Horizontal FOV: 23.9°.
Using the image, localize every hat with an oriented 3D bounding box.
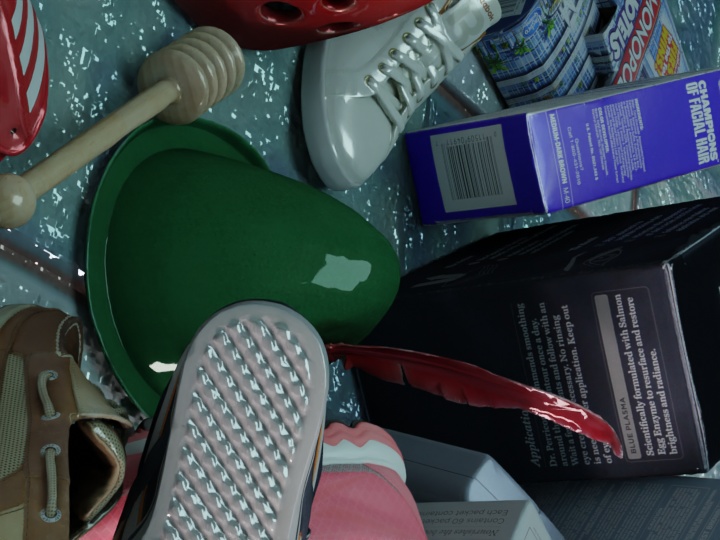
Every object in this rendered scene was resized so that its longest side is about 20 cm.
[{"bbox_3d":[0.000,0.000,0.799,0.200,0.176,0.166,19,68,-55],"label":"hat"}]

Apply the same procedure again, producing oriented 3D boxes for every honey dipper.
[{"bbox_3d":[-0.108,-0.065,0.752,0.200,0.038,0.038,-47,123,-59],"label":"honey dipper"}]

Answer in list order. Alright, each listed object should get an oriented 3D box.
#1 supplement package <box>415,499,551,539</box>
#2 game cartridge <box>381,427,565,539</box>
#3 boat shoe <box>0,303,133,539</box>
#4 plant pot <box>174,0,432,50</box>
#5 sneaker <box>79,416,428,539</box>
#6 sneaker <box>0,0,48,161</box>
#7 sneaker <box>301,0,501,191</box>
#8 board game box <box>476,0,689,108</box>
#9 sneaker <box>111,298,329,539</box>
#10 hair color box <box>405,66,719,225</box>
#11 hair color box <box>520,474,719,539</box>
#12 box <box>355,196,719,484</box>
[{"bbox_3d":[0.011,0.231,0.797,0.151,0.152,0.200,62,38,-29],"label":"supplement package"},{"bbox_3d":[0.066,0.163,0.913,0.042,0.133,0.200,-50,127,-23],"label":"game cartridge"},{"bbox_3d":[-0.122,0.073,0.641,0.200,0.072,0.076,-87,-179,-65],"label":"boat shoe"},{"bbox_3d":[0.001,-0.222,0.846,0.200,0.182,0.201,13,74,-54],"label":"plant pot"},{"bbox_3d":[-0.051,0.115,0.729,0.200,0.074,0.087,-2,45,-34],"label":"sneaker"},{"bbox_3d":[-0.174,-0.067,0.636,0.116,0.078,0.200,61,40,-28],"label":"sneaker"},{"bbox_3d":[0.028,-0.132,0.957,0.073,0.085,0.200,53,44,-40],"label":"sneaker"},{"bbox_3d":[0.169,-0.158,1.203,0.200,0.062,0.200,55,42,-35],"label":"board game box"},{"bbox_3d":[-0.059,0.107,0.659,0.079,0.078,0.200,-118,-131,-87],"label":"sneaker"},{"bbox_3d":[0.139,-0.078,1.045,0.200,0.109,0.065,-18,99,-38],"label":"hair color box"},{"bbox_3d":[0.152,0.159,0.907,0.099,0.200,0.061,49,62,-23],"label":"hair color box"},{"bbox_3d":[0.131,0.038,0.975,0.197,0.200,0.118,-24,103,-56],"label":"box"}]
